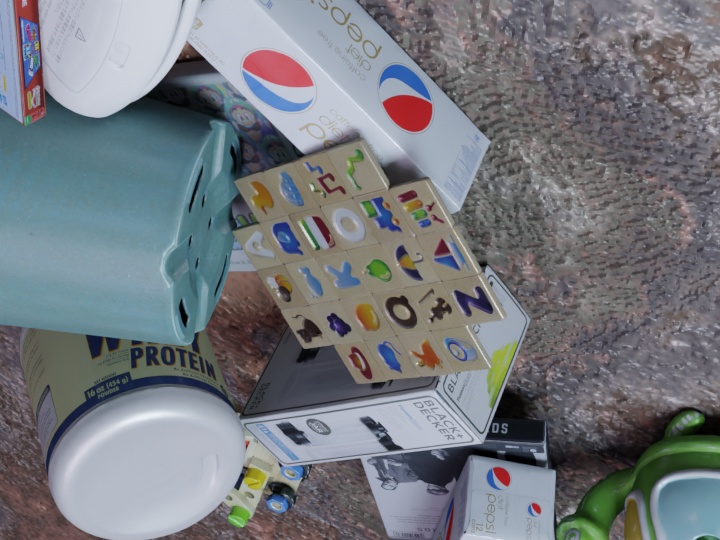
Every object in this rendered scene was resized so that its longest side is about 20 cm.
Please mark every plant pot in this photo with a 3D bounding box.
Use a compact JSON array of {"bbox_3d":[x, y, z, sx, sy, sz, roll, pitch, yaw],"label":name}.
[{"bbox_3d":[-0.190,-0.042,0.922,0.194,0.201,0.201,11,142,8],"label":"plant pot"}]

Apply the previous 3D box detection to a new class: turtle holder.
[{"bbox_3d":[0.242,0.186,1.002,0.184,0.132,0.141,22,144,7],"label":"turtle holder"}]

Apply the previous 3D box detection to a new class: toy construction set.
[{"bbox_3d":[-0.107,0.157,1.230,0.130,0.093,0.200,26,155,2],"label":"toy construction set"}]

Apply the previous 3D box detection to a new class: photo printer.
[{"bbox_3d":[-0.173,-0.195,0.801,0.200,0.069,0.166,50,143,4],"label":"photo printer"}]

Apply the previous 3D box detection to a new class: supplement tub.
[{"bbox_3d":[-0.178,0.085,1.058,0.144,0.201,0.146,-13,134,-14],"label":"supplement tub"}]

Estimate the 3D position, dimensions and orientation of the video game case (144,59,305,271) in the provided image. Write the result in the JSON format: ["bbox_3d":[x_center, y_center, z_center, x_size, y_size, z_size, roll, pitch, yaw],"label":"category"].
[{"bbox_3d":[-0.097,-0.069,0.994,0.198,0.024,0.183,-1,135,33],"label":"video game case"}]

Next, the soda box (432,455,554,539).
[{"bbox_3d":[0.097,0.219,1.103,0.067,0.064,0.201,9,149,-2],"label":"soda box"}]

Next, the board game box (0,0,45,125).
[{"bbox_3d":[-0.221,-0.187,0.784,0.103,0.019,0.201,33,139,23],"label":"board game box"}]

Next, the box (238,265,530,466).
[{"bbox_3d":[0.015,0.074,1.020,0.199,0.117,0.060,-15,127,42],"label":"box"}]

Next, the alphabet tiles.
[{"bbox_3d":[0.000,0.000,0.895,0.199,0.006,0.167,-11,116,50],"label":"alphabet tiles"}]

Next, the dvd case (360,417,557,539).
[{"bbox_3d":[0.080,0.171,1.127,0.149,0.025,0.201,2,148,11],"label":"dvd case"}]

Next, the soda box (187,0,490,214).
[{"bbox_3d":[-0.015,-0.113,0.857,0.200,0.064,0.068,44,141,-21],"label":"soda box"}]
